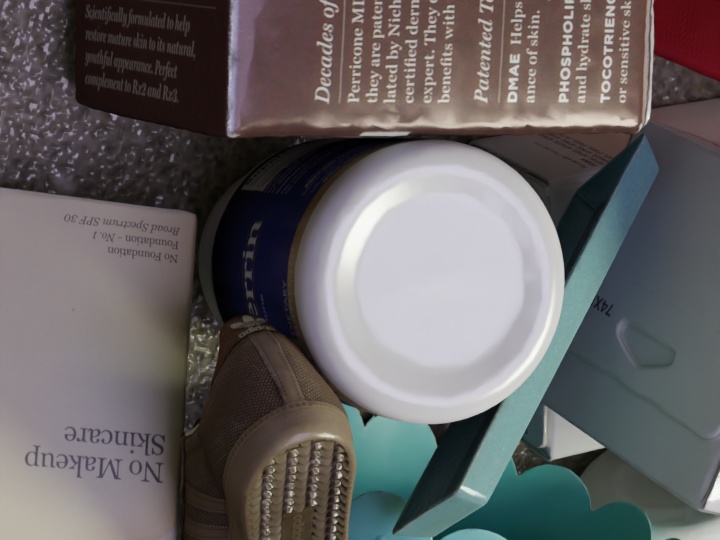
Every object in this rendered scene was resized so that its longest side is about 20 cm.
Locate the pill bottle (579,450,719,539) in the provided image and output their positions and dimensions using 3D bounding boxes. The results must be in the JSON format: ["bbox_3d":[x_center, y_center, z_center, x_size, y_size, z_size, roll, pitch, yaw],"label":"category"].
[{"bbox_3d":[0.183,0.191,1.287,0.113,0.113,0.201,-24,117,-20],"label":"pill bottle"}]

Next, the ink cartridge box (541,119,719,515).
[{"bbox_3d":[0.215,0.037,1.134,0.199,0.147,0.146,15,101,-32],"label":"ink cartridge box"}]

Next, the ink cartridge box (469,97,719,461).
[{"bbox_3d":[0.156,-0.002,1.226,0.199,0.084,0.145,-11,112,-26],"label":"ink cartridge box"}]

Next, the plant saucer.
[{"bbox_3d":[0.075,0.030,1.058,0.019,0.070,0.200,35,60,-7],"label":"plant saucer"}]

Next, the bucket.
[{"bbox_3d":[0.038,0.159,1.149,0.207,0.207,0.135,15,100,-32],"label":"bucket"}]

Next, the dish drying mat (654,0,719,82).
[{"bbox_3d":[0.160,-0.130,1.121,0.018,0.200,0.077,27,91,-48],"label":"dish drying mat"}]

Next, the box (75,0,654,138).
[{"bbox_3d":[0.001,-0.145,1.036,0.199,0.166,0.165,-3,100,-28],"label":"box"}]

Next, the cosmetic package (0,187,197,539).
[{"bbox_3d":[-0.133,0.072,1.052,0.103,0.073,0.201,5,80,-22],"label":"cosmetic package"}]

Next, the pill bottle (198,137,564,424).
[{"bbox_3d":[0.000,0.000,1.063,0.115,0.200,0.116,-1,93,-19],"label":"pill bottle"}]

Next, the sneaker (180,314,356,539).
[{"bbox_3d":[-0.043,0.099,1.027,0.070,0.076,0.200,-8,143,-22],"label":"sneaker"}]
